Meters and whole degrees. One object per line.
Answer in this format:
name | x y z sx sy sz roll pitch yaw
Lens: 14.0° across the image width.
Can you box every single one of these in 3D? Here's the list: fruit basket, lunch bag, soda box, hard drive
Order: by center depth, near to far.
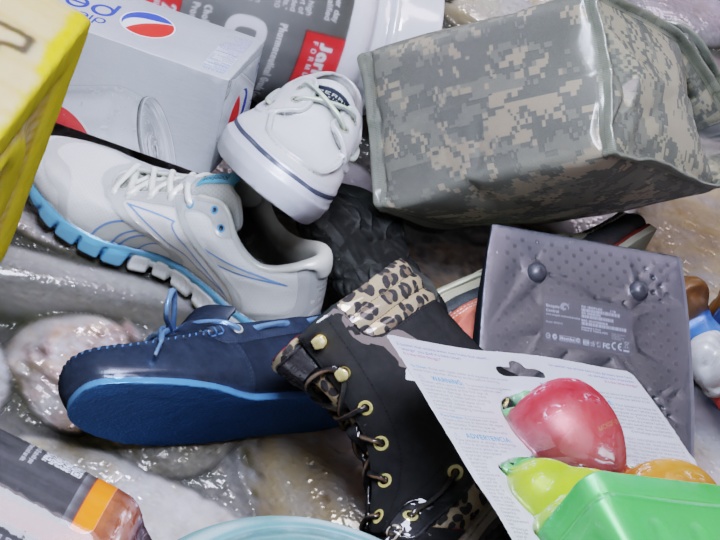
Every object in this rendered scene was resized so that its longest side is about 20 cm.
fruit basket | 0.118 0.116 1.506 0.185 0.094 0.200 9 31 -41
hard drive | 0.122 0.080 1.669 0.135 0.042 0.200 9 67 -19
soda box | -0.163 -0.126 1.732 0.200 0.068 0.063 20 30 9
lunch bag | 0.120 -0.086 1.753 0.200 0.164 0.118 15 66 -58

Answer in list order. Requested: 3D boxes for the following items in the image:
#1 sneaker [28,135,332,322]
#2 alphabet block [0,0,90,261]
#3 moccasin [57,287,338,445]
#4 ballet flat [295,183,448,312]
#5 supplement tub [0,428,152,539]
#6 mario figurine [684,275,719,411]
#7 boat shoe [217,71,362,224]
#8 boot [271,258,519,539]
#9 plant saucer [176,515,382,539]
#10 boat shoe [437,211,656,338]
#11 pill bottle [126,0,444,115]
sneaker | -0.099 -0.035 1.690 0.200 0.087 0.075 29 42 5
alphabet block | -0.286 -0.065 1.545 0.200 0.196 0.196 27 42 2
moccasin | -0.084 0.054 1.618 0.200 0.080 0.068 4 58 -42
ballet flat | 0.000 0.000 1.713 0.066 0.057 0.200 0 27 -16
supplement tub | -0.181 0.135 1.452 0.200 0.107 0.107 27 41 1
mario figurine | 0.269 0.065 1.756 0.123 0.106 0.200 -34 54 -8
boat shoe | -0.035 -0.083 1.695 0.074 0.067 0.200 37 10 -9
boot | 0.008 0.099 1.567 0.200 0.073 0.151 -39 84 -22
plant saucer | -0.023 0.188 1.383 0.200 0.027 0.200 11 44 -10
boat shoe | 0.105 0.008 1.767 0.063 0.071 0.200 39 46 19
pill bottle | -0.056 -0.160 1.821 0.200 0.114 0.114 13 42 -15
